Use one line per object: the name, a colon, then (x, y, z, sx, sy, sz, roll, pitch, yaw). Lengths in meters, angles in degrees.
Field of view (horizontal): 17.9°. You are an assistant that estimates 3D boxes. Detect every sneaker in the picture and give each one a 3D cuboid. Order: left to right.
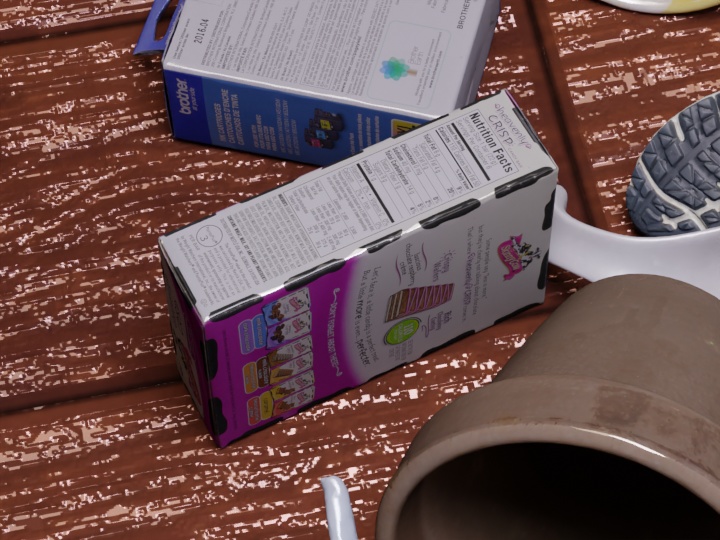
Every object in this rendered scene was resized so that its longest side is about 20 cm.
sneaker: (0.235, -0.081, 1.270, 0.200, 0.086, 0.078, -37, 83, 3)

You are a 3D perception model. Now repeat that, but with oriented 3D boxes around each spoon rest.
spoon rest: (0.184, 0.006, 1.210, 0.200, 0.100, 0.061, 17, 16, 17)

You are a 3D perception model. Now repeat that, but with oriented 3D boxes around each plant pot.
plant pot: (0.125, 0.094, 1.106, 0.200, 0.201, 0.175, 15, 43, 11)

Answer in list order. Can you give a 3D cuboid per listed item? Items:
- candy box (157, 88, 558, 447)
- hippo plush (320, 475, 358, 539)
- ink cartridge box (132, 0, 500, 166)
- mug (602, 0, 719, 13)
candy box: (0.000, 0.000, 1.183, 0.200, 0.136, 0.061, -23, 61, -13)
hippo plush: (-0.010, 0.238, 1.016, 0.161, 0.200, 0.159, -33, 41, -9)
ink cartridge box: (-0.029, -0.135, 1.303, 0.199, 0.076, 0.137, 13, 59, 7)
mug: (0.195, -0.246, 1.348, 0.186, 0.149, 0.153, 37, 47, -22)
